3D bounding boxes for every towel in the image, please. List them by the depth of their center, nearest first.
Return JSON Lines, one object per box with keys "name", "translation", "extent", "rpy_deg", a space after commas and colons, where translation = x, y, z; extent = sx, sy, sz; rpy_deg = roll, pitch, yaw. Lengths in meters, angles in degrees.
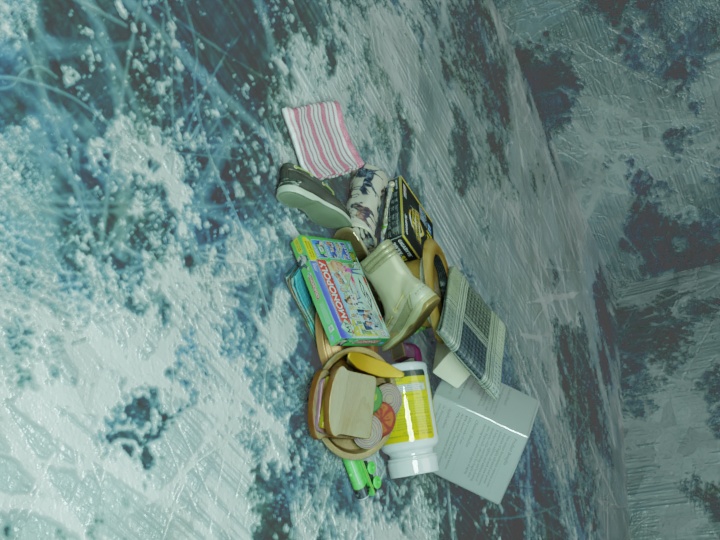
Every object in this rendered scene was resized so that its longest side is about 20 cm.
{"name": "towel", "translation": [-0.063, 0.066, 1.524], "extent": [0.203, 0.021, 0.147], "rpy_deg": [67, 28, -18]}
{"name": "towel", "translation": [0.212, 0.116, 1.635], "extent": [0.193, 0.034, 0.202], "rpy_deg": [48, 34, -22]}
{"name": "towel", "translation": [-0.070, -0.251, 1.639], "extent": [0.199, 0.030, 0.149], "rpy_deg": [-26, 94, -59]}

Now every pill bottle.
{"name": "pill bottle", "translation": [0.086, 0.281, 1.608], "extent": [0.114, 0.112, 0.205], "rpy_deg": [15, 63, -60]}

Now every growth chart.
{"name": "growth chart", "translation": [0.042, -0.072, 1.728], "extent": [0.146, 0.017, 0.203], "rpy_deg": [104, -3, -48]}

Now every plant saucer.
{"name": "plant saucer", "translation": [-0.018, 0.123, 1.528], "extent": [0.200, 0.037, 0.204], "rpy_deg": [42, 42, -52]}

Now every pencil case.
{"name": "pencil case", "translation": [0.007, -0.124, 1.699], "extent": [0.091, 0.076, 0.203], "rpy_deg": [87, 10, -46]}

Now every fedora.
{"name": "fedora", "translation": [0.124, 0.042, 1.652], "extent": [0.200, 0.080, 0.206], "rpy_deg": [-8, 90, -70]}

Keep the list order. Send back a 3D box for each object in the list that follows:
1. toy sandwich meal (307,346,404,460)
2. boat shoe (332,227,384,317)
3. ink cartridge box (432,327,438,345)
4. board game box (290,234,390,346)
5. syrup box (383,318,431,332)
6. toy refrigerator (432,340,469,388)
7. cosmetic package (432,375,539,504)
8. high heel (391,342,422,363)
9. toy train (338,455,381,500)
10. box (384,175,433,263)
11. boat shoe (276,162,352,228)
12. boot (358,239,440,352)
{"name": "toy sandwich meal", "translation": [0.000, 0.220, 1.424], "extent": [0.202, 0.070, 0.210], "rpy_deg": [4, 83, -38]}
{"name": "boat shoe", "translation": [0.000, 0.000, 1.636], "extent": [0.065, 0.071, 0.203], "rpy_deg": [-74, 145, -59]}
{"name": "ink cartridge box", "translation": [0.209, 0.130, 1.898], "extent": [0.173, 0.043, 0.204], "rpy_deg": [-169, -121, -73]}
{"name": "board game box", "translation": [-0.034, 0.035, 1.478], "extent": [0.133, 0.029, 0.203], "rpy_deg": [6, 54, -50]}
{"name": "syrup box", "translation": [0.107, 0.087, 1.789], "extent": [0.199, 0.080, 0.081], "rpy_deg": [-12, 87, -63]}
{"name": "toy refrigerator", "translation": [0.202, 0.139, 1.728], "extent": [0.069, 0.076, 0.201], "rpy_deg": [32, 31, -9]}
{"name": "cosmetic package", "translation": [0.229, 0.321, 1.713], "extent": [0.166, 0.197, 0.170], "rpy_deg": [-43, 155, -64]}
{"name": "high heel", "translation": [0.111, 0.242, 1.730], "extent": [0.096, 0.066, 0.204], "rpy_deg": [27, 53, -52]}
{"name": "toy train", "translation": [-0.018, 0.305, 1.473], "extent": [0.056, 0.041, 0.204], "rpy_deg": [-35, 108, -52]}
{"name": "box", "translation": [0.111, -0.085, 1.888], "extent": [0.160, 0.049, 0.202], "rpy_deg": [54, 25, -37]}
{"name": "boat shoe", "translation": [-0.077, -0.131, 1.539], "extent": [0.200, 0.070, 0.062], "rpy_deg": [30, 55, -53]}
{"name": "boot", "translation": [0.051, 0.049, 1.573], "extent": [0.072, 0.201, 0.156], "rpy_deg": [-31, 75, -33]}
